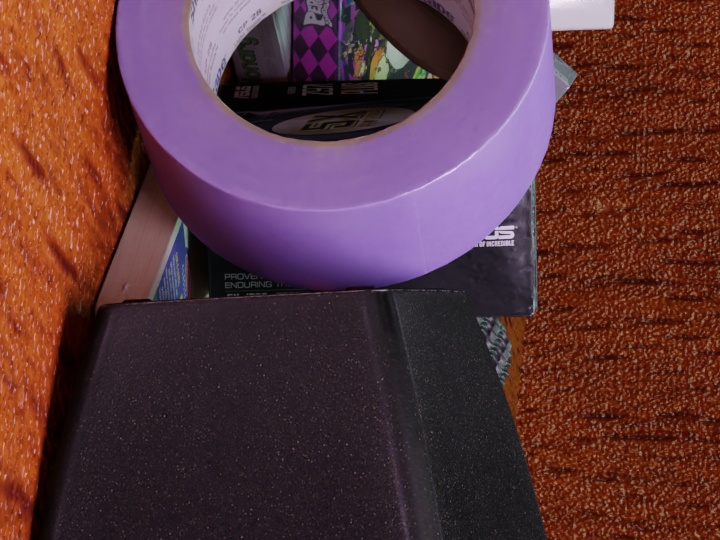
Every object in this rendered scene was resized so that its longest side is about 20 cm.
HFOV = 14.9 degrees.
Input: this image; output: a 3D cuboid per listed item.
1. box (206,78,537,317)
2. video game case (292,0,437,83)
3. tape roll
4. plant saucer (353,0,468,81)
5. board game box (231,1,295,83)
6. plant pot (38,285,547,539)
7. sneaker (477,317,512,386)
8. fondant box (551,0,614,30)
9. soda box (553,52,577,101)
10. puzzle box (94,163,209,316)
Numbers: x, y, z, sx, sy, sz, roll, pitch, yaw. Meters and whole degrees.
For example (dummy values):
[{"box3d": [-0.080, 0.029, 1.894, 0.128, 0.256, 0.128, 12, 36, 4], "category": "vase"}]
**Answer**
[{"box3d": [0.005, -0.041, 1.422, 0.200, 0.162, 0.087, -88, 176, -76], "category": "box"}, {"box3d": [0.019, -0.180, 1.570, 0.181, 0.036, 0.201, -32, 129, -55], "category": "video game case"}, {"box3d": [-0.009, -0.098, 1.280, 0.085, 0.198, 0.201, 79, 17, -63], "category": "tape roll"}, {"box3d": [0.030, -0.189, 1.392, 0.029, 0.200, 0.201, -31, 140, -26], "category": "plant saucer"}, {"box3d": [-0.050, -0.184, 1.521, 0.200, 0.034, 0.127, 78, 18, -62], "category": "board game box"}, {"box3d": [-0.027, 0.098, 1.223, 0.199, 0.199, 0.179, 1, 87, -71], "category": "plant pot"}, {"box3d": [0.012, 0.088, 1.596, 0.070, 0.090, 0.200, 49, 47, -16], "category": "sneaker"}, {"box3d": [0.069, -0.194, 1.771, 0.200, 0.143, 0.059, -131, -140, -74], "category": "fondant box"}, {"box3d": [0.051, -0.073, 1.801, 0.200, 0.068, 0.063, -48, -179, 15], "category": "soda box"}, {"box3d": [-0.096, 0.058, 1.360, 0.133, 0.025, 0.201, -74, 165, -53], "category": "puzzle box"}]
